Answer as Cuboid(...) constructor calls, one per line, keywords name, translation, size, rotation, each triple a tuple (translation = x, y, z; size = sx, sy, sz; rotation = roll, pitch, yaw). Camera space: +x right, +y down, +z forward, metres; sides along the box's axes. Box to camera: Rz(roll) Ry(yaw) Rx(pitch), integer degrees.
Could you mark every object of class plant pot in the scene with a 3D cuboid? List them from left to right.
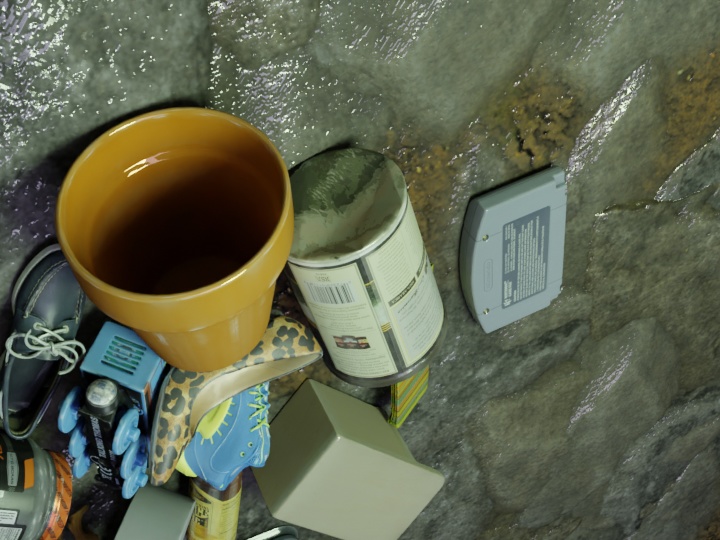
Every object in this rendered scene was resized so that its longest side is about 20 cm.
Cuboid(name="plant pot", translation=(-0.151, -0.008, 0.973), size=(0.197, 0.202, 0.185), rotation=(-24, 148, -13))

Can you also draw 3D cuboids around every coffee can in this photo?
Cuboid(name="coffee can", translation=(0.000, 0.000, 1.104), size=(0.145, 0.147, 0.202), rotation=(-29, 137, -8))

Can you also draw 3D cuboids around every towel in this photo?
Cuboid(name="towel", translation=(0.059, 0.091, 1.295), size=(0.086, 0.018, 0.203), rotation=(-49, 149, -42))

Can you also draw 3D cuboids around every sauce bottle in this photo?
Cuboid(name="sauce bottle", translation=(-0.169, 0.247, 1.266), size=(0.065, 0.066, 0.203), rotation=(-11, 129, -26))

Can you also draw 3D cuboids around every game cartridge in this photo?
Cuboid(name="game cartridge", translation=(0.180, -0.021, 1.290), size=(0.131, 0.042, 0.202), rotation=(-19, 134, -13))

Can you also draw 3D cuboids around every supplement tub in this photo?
Cuboid(name="supplement tub", translation=(-0.387, 0.211, 1.044), size=(0.198, 0.123, 0.123), rotation=(18, 115, -42))

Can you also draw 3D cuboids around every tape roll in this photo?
Cuboid(name="tape roll", translation=(-0.245, 0.337, 1.191), size=(0.065, 0.201, 0.203), rotation=(20, 119, -3))

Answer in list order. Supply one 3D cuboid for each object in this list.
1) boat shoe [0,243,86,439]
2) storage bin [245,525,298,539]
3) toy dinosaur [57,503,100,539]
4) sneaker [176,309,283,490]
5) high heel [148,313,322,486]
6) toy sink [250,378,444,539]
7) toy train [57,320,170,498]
Cuboid(name="boat shoe", translation=(-0.301, 0.069, 1.024), size=(0.074, 0.062, 0.202), rotation=(13, 117, -38))
Cuboid(name="storage bin", translation=(-0.143, 0.436, 1.392), size=(0.197, 0.135, 0.147), rotation=(-18, 134, -21))
Cuboid(name="toy dinosaur", translation=(-0.299, 0.320, 1.193), size=(0.060, 0.107, 0.200), rotation=(-31, 180, -2))
Cuboid(name="sneaker", translation=(-0.119, 0.145, 1.159), size=(0.201, 0.104, 0.076), rotation=(-54, 170, 5))
Cuboid(name="high heel", translation=(-0.123, 0.128, 1.072), size=(0.140, 0.203, 0.072), rotation=(16, 155, 0))
Cuboid(name="toy sink", translation=(-0.017, 0.236, 1.321), size=(0.198, 0.112, 0.131), rotation=(27, 109, -39))
Cuboid(name="toy train", translation=(-0.238, 0.144, 1.088), size=(0.201, 0.085, 0.115), rotation=(99, 13, -56))
